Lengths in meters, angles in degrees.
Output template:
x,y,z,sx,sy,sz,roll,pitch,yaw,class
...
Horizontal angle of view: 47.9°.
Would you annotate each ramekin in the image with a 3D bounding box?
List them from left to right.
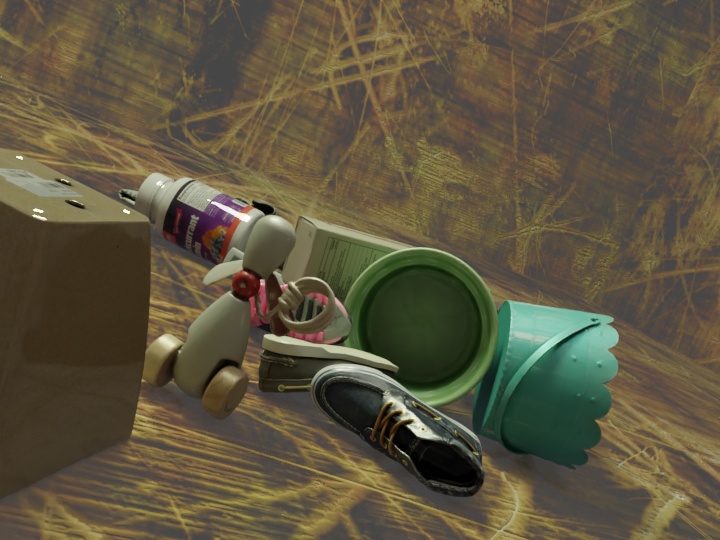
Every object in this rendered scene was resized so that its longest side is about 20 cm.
x,y,z,sx,sy,sz,roll,pitch,yaw,class
0.078,0.073,1.052,0.199,0.202,0.098,24,2,7,ramekin

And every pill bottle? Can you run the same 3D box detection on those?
x,y,z,sx,sy,sz,roll,pitch,yaw,class
-0.267,-0.085,1.336,0.199,0.112,0.111,25,9,10,pill bottle

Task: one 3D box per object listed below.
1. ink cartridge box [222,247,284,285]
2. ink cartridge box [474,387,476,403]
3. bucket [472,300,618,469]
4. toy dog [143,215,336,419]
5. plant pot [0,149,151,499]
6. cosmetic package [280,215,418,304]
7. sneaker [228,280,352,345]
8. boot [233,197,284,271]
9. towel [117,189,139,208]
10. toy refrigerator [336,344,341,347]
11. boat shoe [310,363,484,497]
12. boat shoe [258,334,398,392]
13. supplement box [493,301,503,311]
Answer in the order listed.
x,y,z,sx,sy,sz,roll,pitch,yaw,class
-0.108,0.046,1.263,0.162,0.057,0.200,28,-11,27,ink cartridge box
0.255,0.173,1.248,0.145,0.085,0.200,23,9,4,ink cartridge box
0.230,0.140,1.036,0.133,0.209,0.207,13,9,1,bucket
-0.119,0.052,0.788,0.132,0.200,0.096,50,-3,11,toy dog
-0.262,0.017,0.569,0.199,0.178,0.200,24,9,13,plant pot
0.000,0.000,1.143,0.198,0.104,0.087,16,9,-26,cosmetic package
-0.081,0.059,1.047,0.199,0.080,0.095,12,-15,37,sneaker
-0.139,-0.058,1.397,0.198,0.068,0.131,11,-35,21,boot
-0.327,-0.095,1.526,0.199,0.035,0.192,25,6,21,towel
0.025,0.087,1.229,0.075,0.071,0.200,18,8,8,toy refrigerator
0.038,0.159,0.827,0.199,0.071,0.091,26,5,0,boat shoe
-0.036,0.117,0.930,0.201,0.061,0.072,15,-3,-44,boat shoe
0.232,0.097,1.179,0.198,0.061,0.109,21,9,-4,supplement box
